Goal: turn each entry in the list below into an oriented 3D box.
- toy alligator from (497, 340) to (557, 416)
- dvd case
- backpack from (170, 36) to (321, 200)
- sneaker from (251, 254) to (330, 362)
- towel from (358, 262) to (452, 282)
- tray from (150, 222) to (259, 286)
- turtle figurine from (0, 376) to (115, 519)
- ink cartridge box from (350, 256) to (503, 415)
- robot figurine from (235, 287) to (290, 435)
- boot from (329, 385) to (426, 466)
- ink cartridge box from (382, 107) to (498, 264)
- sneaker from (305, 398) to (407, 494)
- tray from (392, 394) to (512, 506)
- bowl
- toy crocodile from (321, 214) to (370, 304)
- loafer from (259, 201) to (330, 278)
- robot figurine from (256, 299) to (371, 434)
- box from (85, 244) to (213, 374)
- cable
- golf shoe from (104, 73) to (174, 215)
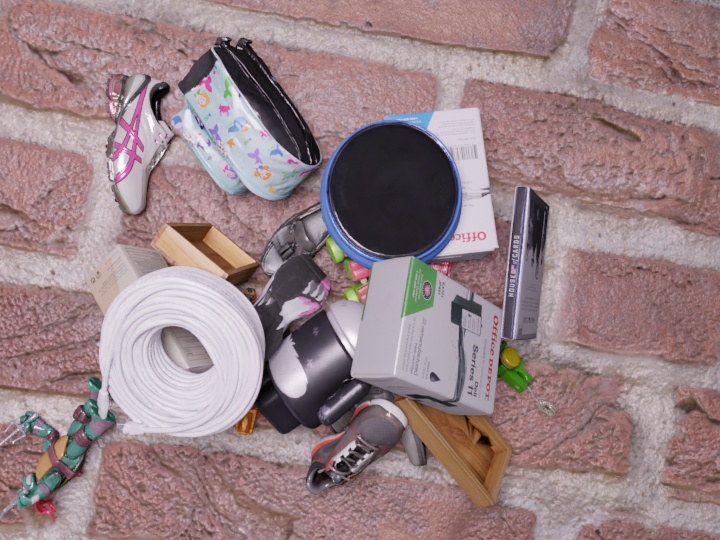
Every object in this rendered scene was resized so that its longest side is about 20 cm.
[{"bbox_3d":[0.221,0.140,0.886,0.198,0.060,0.055,38,47,-2],"label":"toy alligator"},{"bbox_3d":[0.241,-0.005,0.846,0.024,0.149,0.208,6,88,28],"label":"dvd case"},{"bbox_3d":[-0.150,-0.193,0.810,0.150,0.178,0.200,-42,96,19],"label":"backpack"},{"bbox_3d":[-0.124,0.054,0.804,0.081,0.085,0.200,53,48,-8],"label":"sneaker"},{"bbox_3d":[0.070,-0.001,0.893,0.139,0.022,0.208,11,88,-2],"label":"towel"},{"bbox_3d":[-0.201,-0.019,0.787,0.098,0.200,0.037,40,95,-2],"label":"tray"},{"bbox_3d":[-0.433,0.256,0.824,0.200,0.101,0.149,-46,51,-4],"label":"turtle figurine"},{"bbox_3d":[0.094,0.091,0.755,0.197,0.082,0.152,26,66,-37],"label":"ink cartridge box"},{"bbox_3d":[-0.181,0.127,0.857,0.140,0.058,0.207,12,88,-6],"label":"robot figurine"},{"bbox_3d":[0.012,0.213,0.872,0.127,0.068,0.205,-25,85,4],"label":"boot"},{"bbox_3d":[0.108,-0.117,0.846,0.140,0.084,0.208,-5,82,-5],"label":"ink cartridge box"},{"bbox_3d":[-0.008,0.257,0.809,0.077,0.082,0.200,39,124,-5],"label":"sneaker"},{"bbox_3d":[0.135,0.227,0.841,0.202,0.037,0.099,52,45,-10],"label":"tray"},{"bbox_3d":[0.042,-0.102,0.778,0.193,0.039,0.209,0,81,-2],"label":"bowl"},{"bbox_3d":[0.000,0.000,0.841,0.066,0.062,0.206,-22,103,-9],"label":"toy crocodile"},{"bbox_3d":[-0.071,-0.063,0.865,0.198,0.063,0.073,-39,91,-3],"label":"loafer"},{"bbox_3d":[-0.049,0.131,0.795,0.198,0.125,0.152,-36,71,0],"label":"robot figurine"},{"bbox_3d":[-0.281,0.071,0.804,0.077,0.095,0.202,-38,73,12],"label":"box"},{"bbox_3d":[-0.204,0.098,0.680,0.193,0.069,0.207,9,109,2],"label":"cable"},{"bbox_3d":[-0.319,-0.184,0.848,0.089,0.073,0.208,-1,89,-5],"label":"golf shoe"}]
